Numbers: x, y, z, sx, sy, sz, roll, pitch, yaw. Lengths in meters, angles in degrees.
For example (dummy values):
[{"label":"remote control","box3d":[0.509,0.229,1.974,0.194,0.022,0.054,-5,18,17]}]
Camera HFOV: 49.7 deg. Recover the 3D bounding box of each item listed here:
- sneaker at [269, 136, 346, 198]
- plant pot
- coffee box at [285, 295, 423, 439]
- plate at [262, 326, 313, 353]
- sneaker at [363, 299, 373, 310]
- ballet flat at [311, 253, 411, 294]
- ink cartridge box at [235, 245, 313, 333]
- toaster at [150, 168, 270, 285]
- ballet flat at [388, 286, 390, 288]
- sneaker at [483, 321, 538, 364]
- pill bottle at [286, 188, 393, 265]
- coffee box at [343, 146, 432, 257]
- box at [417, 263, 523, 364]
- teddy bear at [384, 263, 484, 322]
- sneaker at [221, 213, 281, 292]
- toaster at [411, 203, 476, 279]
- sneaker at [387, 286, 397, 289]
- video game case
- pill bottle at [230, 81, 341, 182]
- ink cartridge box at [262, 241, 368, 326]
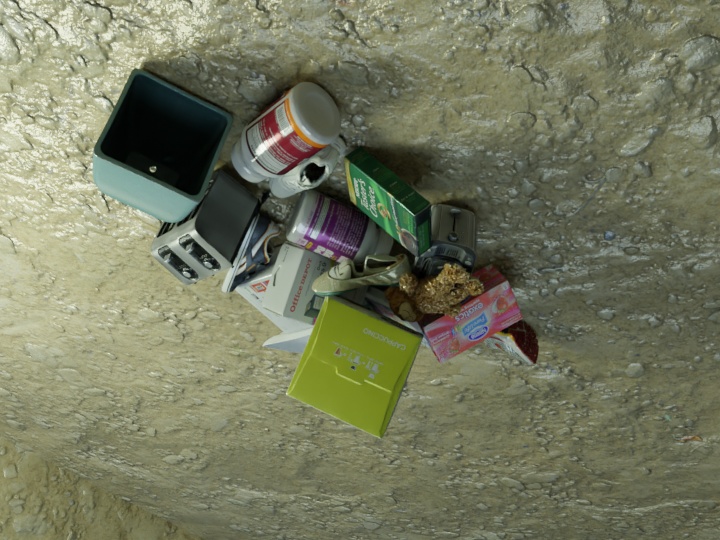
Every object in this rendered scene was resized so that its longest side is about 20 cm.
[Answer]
[{"label":"sneaker","box3d":[-0.110,-0.182,1.451,0.075,0.082,0.199,31,141,-27]},{"label":"plant pot","box3d":[-0.375,-0.200,1.420,0.194,0.199,0.200,25,150,-17]},{"label":"coffee box","box3d":[-0.003,0.178,1.497,0.197,0.202,0.198,23,180,6]},{"label":"plate","box3d":[-0.104,0.164,1.887,0.198,0.033,0.199,-17,159,32]},{"label":"sneaker","box3d":[0.012,0.127,1.790,0.077,0.140,0.202,-19,112,3]},{"label":"ballet flat","box3d":[0.000,0.000,1.503,0.197,0.068,0.063,-8,121,1]},{"label":"ink cartridge box","box3d":[-0.155,0.043,1.748,0.174,0.085,0.200,-14,136,33]},{"label":"toaster","box3d":[-0.303,-0.091,1.547,0.180,0.202,0.118,-17,133,44]},{"label":"ballet flat","box3d":[0.125,0.088,1.750,0.199,0.070,0.069,33,138,-26]},{"label":"sneaker","box3d":[0.328,0.148,1.767,0.199,0.078,0.082,38,141,-16]},{"label":"pill bottle","box3d":[-0.039,-0.075,1.542,0.198,0.113,0.112,23,142,-13]},{"label":"coffee box","box3d":[0.050,-0.125,1.414,0.200,0.044,0.124,43,158,30]},{"label":"box","box3d":[0.219,0.089,1.603,0.198,0.095,0.103,-28,115,-1]},{"label":"teddy bear","box3d":[0.135,0.048,1.459,0.197,0.068,0.145,-14,149,21]},{"label":"sneaker","box3d":[-0.232,-0.025,1.651,0.079,0.079,0.201,22,120,-13]},{"label":"toaster","box3d":[0.164,-0.034,1.522,0.112,0.130,0.201,12,142,1]},{"label":"sneaker","box3d":[0.147,0.066,1.685,0.076,0.089,0.200,-1,142,50]},{"label":"video game case","box3d":[0.068,0.096,1.728,0.200,0.023,0.181,44,167,-35]},{"label":"pill bottle","box3d":[-0.136,-0.235,1.363,0.113,0.114,0.199,36,138,-29]},{"label":"ink cartridge box","box3d":[-0.089,0.041,1.622,0.199,0.147,0.087,21,177,-39]}]
